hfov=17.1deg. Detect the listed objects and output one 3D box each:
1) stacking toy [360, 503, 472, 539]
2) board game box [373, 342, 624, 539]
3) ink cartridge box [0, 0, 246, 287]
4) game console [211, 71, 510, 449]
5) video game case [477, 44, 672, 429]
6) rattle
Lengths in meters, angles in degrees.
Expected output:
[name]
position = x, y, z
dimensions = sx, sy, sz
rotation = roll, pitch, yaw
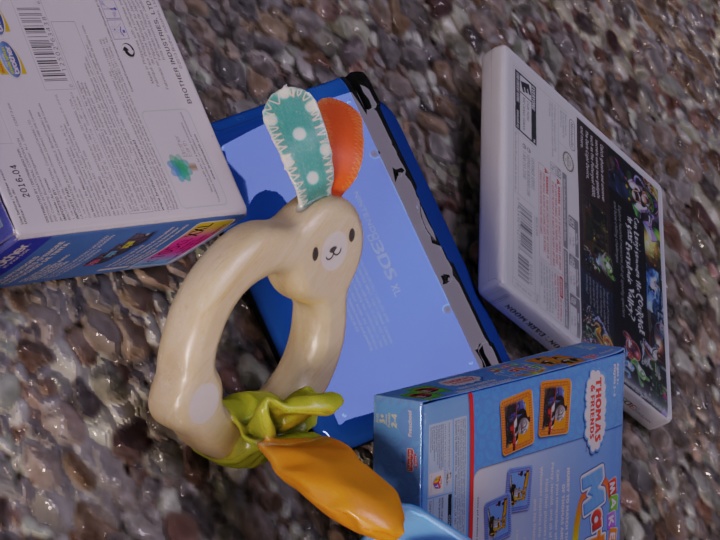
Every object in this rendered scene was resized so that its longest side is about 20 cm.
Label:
[stacking toy]
position = 0.042, 0.199, 1.129
dimensions = 0.110, 0.116, 0.200
rotation = 36, 1, -12
[board game box]
position = 0.079, 0.128, 1.308
dimensions = 0.200, 0.037, 0.152
rotation = -10, 103, -51
[ink cartridge box]
position = -0.168, -0.066, 1.189
dimensions = 0.200, 0.076, 0.137
rotation = -7, 70, -53
[game console]
position = 0.000, 0.000, 1.383
dimensions = 0.170, 0.118, 0.200
rotation = -21, 79, -22
[video game case]
position = 0.138, -0.022, 1.538
dimensions = 0.182, 0.023, 0.200
rotation = 38, 40, -35
[rattle]
position = -0.010, 0.013, 1.201
dimensions = 0.130, 0.143, 0.200
rotation = 38, 77, -35
